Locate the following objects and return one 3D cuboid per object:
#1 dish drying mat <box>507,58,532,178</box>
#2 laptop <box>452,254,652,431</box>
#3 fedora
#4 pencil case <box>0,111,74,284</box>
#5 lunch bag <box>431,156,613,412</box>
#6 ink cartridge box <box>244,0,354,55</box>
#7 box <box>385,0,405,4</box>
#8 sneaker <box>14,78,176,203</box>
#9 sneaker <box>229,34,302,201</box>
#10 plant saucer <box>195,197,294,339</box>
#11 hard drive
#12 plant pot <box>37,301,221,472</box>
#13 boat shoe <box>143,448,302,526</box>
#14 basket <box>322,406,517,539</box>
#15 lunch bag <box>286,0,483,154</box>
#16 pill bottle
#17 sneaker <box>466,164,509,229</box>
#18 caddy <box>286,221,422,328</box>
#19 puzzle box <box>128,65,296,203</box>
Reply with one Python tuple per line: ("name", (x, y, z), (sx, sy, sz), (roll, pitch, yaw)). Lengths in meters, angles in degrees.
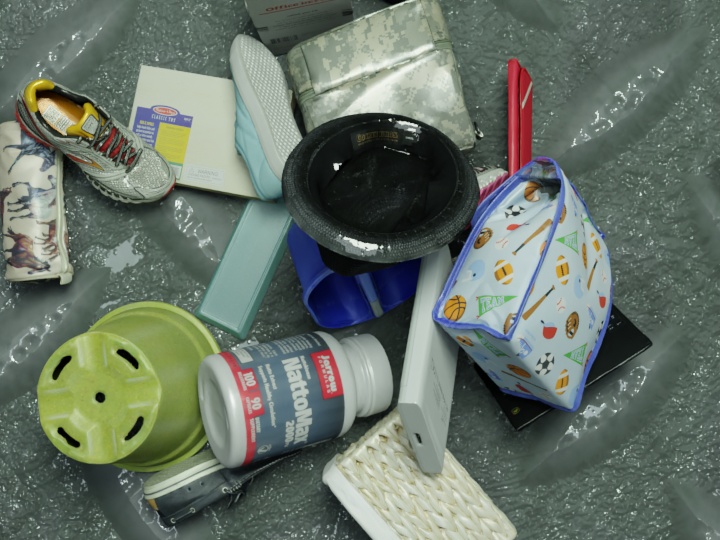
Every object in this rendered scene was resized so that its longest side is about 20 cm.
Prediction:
("dish drying mat", (0.186, -0.134, 1.024), (0.018, 0.077, 0.205), (-3, 77, 22))
("laptop", (0.194, 0.046, 1.007), (0.175, 0.201, 0.104), (-32, 122, 1))
("fedora", (0.016, -0.059, 0.847), (0.196, 0.093, 0.203), (5, 48, -6))
("pencil case", (-0.383, -0.081, 1.054), (0.088, 0.077, 0.205), (-7, 85, 27))
("lunch bag", (0.181, 0.011, 0.917), (0.122, 0.170, 0.203), (13, 69, 42))
("ink cartridge box", (-0.069, -0.314, 0.995), (0.113, 0.200, 0.068), (-10, 85, 2))
("box", (-0.015, -0.409, 1.037), (0.197, 0.122, 0.108), (24, 87, 4))
("sneaker", (-0.300, -0.143, 1.006), (0.198, 0.082, 0.079), (30, 74, -15))
("sneaker", (-0.123, -0.173, 1.015), (0.081, 0.073, 0.204), (-33, 62, 34))
("plant saucer", (-0.129, -0.023, 1.070), (0.069, 0.019, 0.203), (24, 89, 4))
("hard drive", (0.076, 0.085, 0.919), (0.026, 0.133, 0.203), (-1, 50, 17))
("plant pot", (-0.261, 0.133, 0.982), (0.195, 0.184, 0.205), (0, 86, 3))
("boat shoe", (-0.151, 0.236, 1.027), (0.196, 0.075, 0.063), (-22, 97, -4))
("basket", (0.065, 0.257, 0.987), (0.123, 0.136, 0.201), (-41, 85, -5))
("lunch bag", (0.024, -0.186, 1.011), (0.196, 0.139, 0.171), (-19, 80, 0))
("pill bottle", (-0.069, 0.133, 0.979), (0.196, 0.119, 0.122), (-11, 85, -27))
("sneaker", (0.100, -0.091, 0.985), (0.087, 0.199, 0.075), (31, 114, 19))
("caddy", (0.000, 0.000, 0.980), (0.139, 0.200, 0.106), (-25, 68, -1))
("puzzle box", (-0.183, -0.165, 1.068), (0.196, 0.025, 0.136), (11, 87, 9))
